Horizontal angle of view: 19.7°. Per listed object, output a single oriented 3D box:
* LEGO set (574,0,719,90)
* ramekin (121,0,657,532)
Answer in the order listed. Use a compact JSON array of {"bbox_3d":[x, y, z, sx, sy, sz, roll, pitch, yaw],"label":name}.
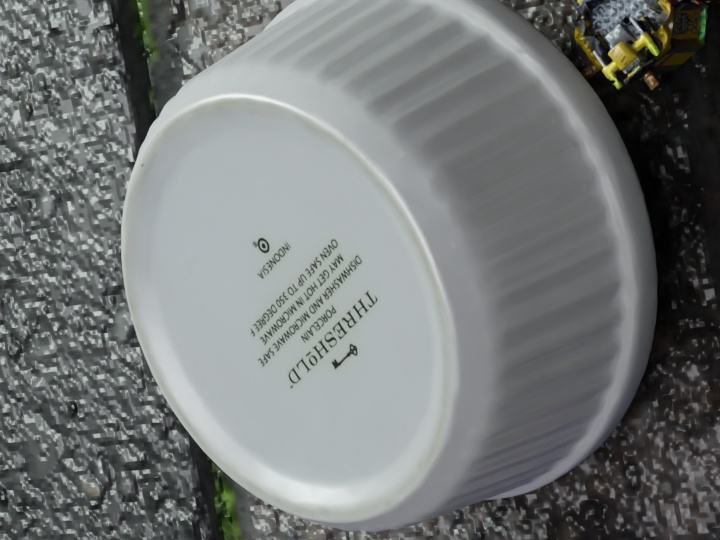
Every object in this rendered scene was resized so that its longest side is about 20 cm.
[{"bbox_3d":[0.100,-0.156,0.682,0.199,0.116,0.154,-32,81,30],"label":"LEGO set"},{"bbox_3d":[0.000,0.000,0.747,0.202,0.094,0.204,18,119,36],"label":"ramekin"}]
